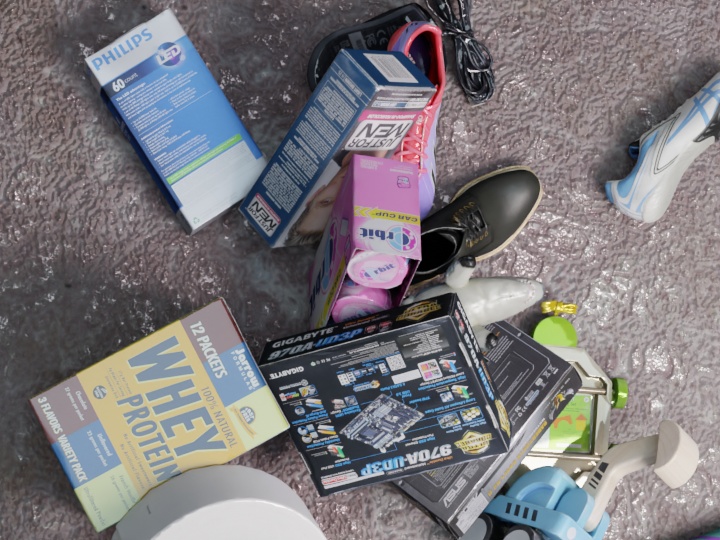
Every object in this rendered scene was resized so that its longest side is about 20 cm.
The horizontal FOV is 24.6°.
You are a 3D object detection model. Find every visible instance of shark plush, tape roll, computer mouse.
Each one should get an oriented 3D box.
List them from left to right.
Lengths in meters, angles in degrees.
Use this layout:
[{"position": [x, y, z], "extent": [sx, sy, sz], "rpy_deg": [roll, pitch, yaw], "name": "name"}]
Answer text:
[{"position": [-0.124, 0.275, 1.453], "extent": [0.201, 0.071, 0.204], "rpy_deg": [-7, 113, -18], "name": "tape roll"}, {"position": [0.032, -0.214, 1.696], "extent": [0.199, 0.053, 0.139], "rpy_deg": [-19, 96, -18], "name": "computer mouse"}, {"position": [0.083, 0.051, 1.619], "extent": [0.083, 0.199, 0.091], "rpy_deg": [-18, 80, -55], "name": "shark plush"}]

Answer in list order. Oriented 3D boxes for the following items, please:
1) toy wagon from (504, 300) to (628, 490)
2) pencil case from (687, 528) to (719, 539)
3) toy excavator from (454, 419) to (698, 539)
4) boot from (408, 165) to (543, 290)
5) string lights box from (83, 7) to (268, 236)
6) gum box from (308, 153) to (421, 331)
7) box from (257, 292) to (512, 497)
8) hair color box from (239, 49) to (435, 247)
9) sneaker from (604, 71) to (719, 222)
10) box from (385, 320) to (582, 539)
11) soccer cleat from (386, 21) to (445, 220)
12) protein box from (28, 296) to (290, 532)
[{"position": [0.196, 0.132, 1.695], "extent": [0.154, 0.040, 0.202], "rpy_deg": [5, 83, -9], "name": "toy wagon"}, {"position": [0.327, 0.323, 1.670], "extent": [0.199, 0.092, 0.086], "rpy_deg": [-19, 123, -12], "name": "pencil case"}, {"position": [0.215, 0.228, 1.616], "extent": [0.100, 0.194, 0.201], "rpy_deg": [41, 69, -32], "name": "toy excavator"}, {"position": [0.112, -0.043, 1.646], "extent": [0.200, 0.138, 0.078], "rpy_deg": [-37, 91, -11], "name": "boot"}, {"position": [-0.181, -0.148, 1.648], "extent": [0.102, 0.059, 0.201], "rpy_deg": [-32, 91, -11], "name": "string lights box"}, {"position": [0.000, 0.000, 1.568], "extent": [0.066, 0.200, 0.114], "rpy_deg": [8, 51, -11], "name": "gum box"}, {"position": [0.024, 0.119, 1.544], "extent": [0.199, 0.046, 0.160], "rpy_deg": [-16, 116, 18], "name": "box"}, {"position": [-0.023, -0.116, 1.591], "extent": [0.061, 0.100, 0.200], "rpy_deg": [49, 120, 23], "name": "hair color box"}, {"position": [0.329, -0.139, 1.729], "extent": [0.072, 0.072, 0.200], "rpy_deg": [32, 72, 22], "name": "sneaker"}, {"position": [0.097, 0.139, 1.631], "extent": [0.158, 0.048, 0.200], "rpy_deg": [33, 78, 33], "name": "box"}, {"position": [0.052, -0.147, 1.633], "extent": [0.066, 0.076, 0.202], "rpy_deg": [4, 86, -16], "name": "soccer cleat"}, {"position": [-0.191, 0.135, 1.549], "extent": [0.198, 0.200, 0.136], "rpy_deg": [-28, 90, -10], "name": "protein box"}]
